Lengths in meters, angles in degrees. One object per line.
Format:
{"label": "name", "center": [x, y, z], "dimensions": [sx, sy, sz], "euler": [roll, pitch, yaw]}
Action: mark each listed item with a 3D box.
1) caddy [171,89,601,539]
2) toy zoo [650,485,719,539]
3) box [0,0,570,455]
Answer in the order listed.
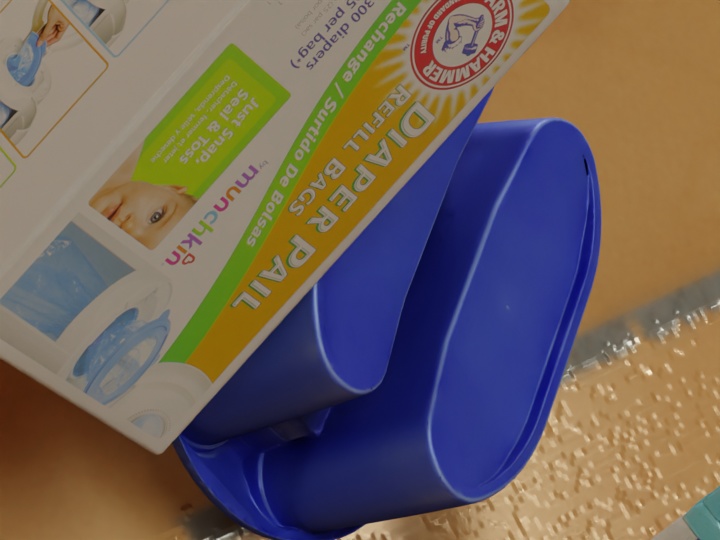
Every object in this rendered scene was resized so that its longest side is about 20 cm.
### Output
{"label": "caddy", "center": [0.000, 0.000, 0.916], "dimensions": [0.141, 0.104, 0.201], "euler": [46, 51, -33]}
{"label": "toy zoo", "center": [0.160, 0.131, 0.901], "dimensions": [0.131, 0.200, 0.020], "euler": [51, 21, 6]}
{"label": "box", "center": [-0.051, -0.062, 0.803], "dimensions": [0.101, 0.200, 0.112], "euler": [46, 6, 40]}
